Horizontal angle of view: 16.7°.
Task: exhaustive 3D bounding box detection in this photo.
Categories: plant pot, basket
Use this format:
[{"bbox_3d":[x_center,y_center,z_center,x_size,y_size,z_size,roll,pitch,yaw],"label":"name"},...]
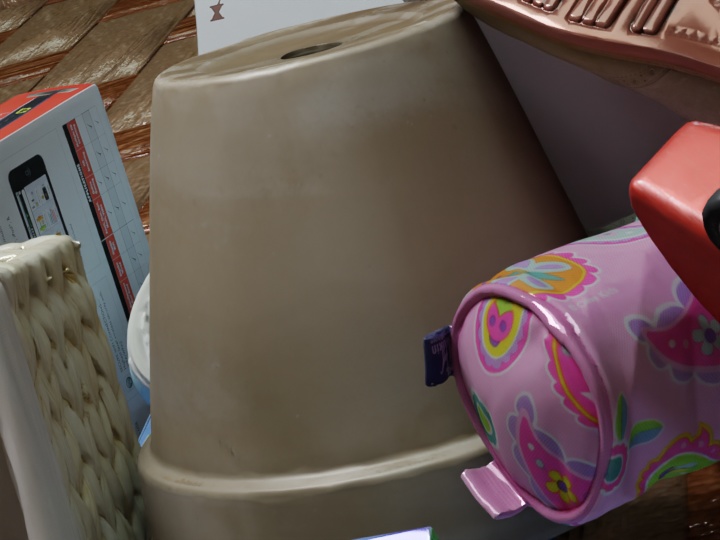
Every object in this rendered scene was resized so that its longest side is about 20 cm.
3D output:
[{"bbox_3d":[0.000,0.000,0.892,0.199,0.174,0.200,-14,12,3],"label":"plant pot"},{"bbox_3d":[-0.152,0.096,0.899,0.135,0.201,0.123,-12,10,14],"label":"basket"}]

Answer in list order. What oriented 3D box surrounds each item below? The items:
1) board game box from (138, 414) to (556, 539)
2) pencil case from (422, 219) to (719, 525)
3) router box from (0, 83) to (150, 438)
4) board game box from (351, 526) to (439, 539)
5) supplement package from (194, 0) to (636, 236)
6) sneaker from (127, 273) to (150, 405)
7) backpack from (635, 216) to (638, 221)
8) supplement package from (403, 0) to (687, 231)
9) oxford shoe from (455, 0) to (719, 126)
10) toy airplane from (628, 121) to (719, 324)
[{"bbox_3d":[-0.007,0.080,1.031,0.199,0.037,0.152,-9,32,22],"label":"board game box"},{"bbox_3d":[0.122,0.020,0.816,0.199,0.088,0.087,-19,15,-32],"label":"pencil case"},{"bbox_3d":[-0.149,0.042,1.063,0.049,0.201,0.179,-7,18,30],"label":"router box"},{"bbox_3d":[-0.044,0.168,0.676,0.134,0.029,0.201,-12,43,18],"label":"board game box"},{"bbox_3d":[0.053,-0.064,1.193,0.190,0.148,0.200,-9,-12,27],"label":"supplement package"},{"bbox_3d":[-0.042,-0.023,1.080,0.200,0.074,0.082,-52,-1,-18],"label":"sneaker"},{"bbox_3d":[0.209,-0.010,0.980,0.199,0.154,0.176,-24,20,0],"label":"backpack"},{"bbox_3d":[0.090,-0.139,0.927,0.121,0.200,0.120,-24,24,40],"label":"supplement package"},{"bbox_3d":[0.109,-0.073,0.829,0.199,0.074,0.071,24,60,30],"label":"oxford shoe"},{"bbox_3d":[0.189,0.038,0.718,0.199,0.200,0.141,-7,-30,-4],"label":"toy airplane"}]
